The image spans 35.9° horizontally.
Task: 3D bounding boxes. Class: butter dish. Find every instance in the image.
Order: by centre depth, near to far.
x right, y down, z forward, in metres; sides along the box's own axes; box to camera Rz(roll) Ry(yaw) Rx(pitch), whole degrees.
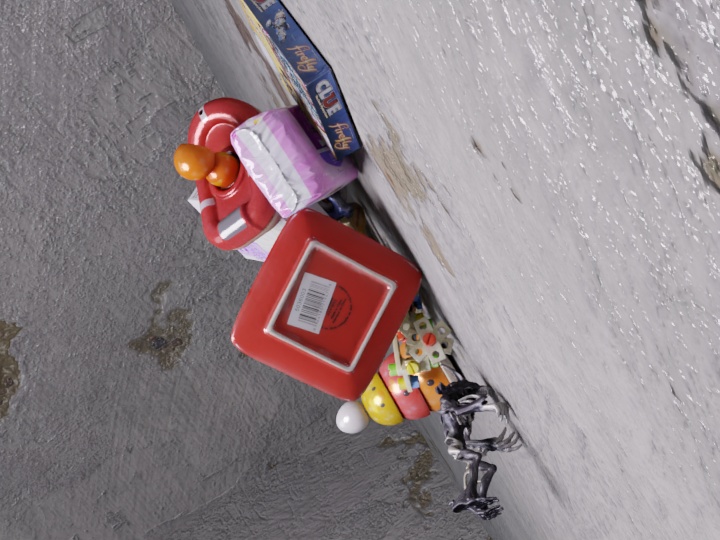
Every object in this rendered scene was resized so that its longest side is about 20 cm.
[{"bbox_3d":[-0.055,0.037,1.449,0.199,0.201,0.148,27,-179,-18],"label":"butter dish"}]

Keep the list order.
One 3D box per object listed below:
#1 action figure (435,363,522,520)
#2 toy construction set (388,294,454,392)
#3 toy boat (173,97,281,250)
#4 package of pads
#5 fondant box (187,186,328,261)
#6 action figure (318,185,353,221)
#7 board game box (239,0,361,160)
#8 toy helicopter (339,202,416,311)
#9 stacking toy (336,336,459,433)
[{"bbox_3d":[0.150,0.208,1.408,0.119,0.101,0.201,50,-149,-55],"label":"action figure"},{"bbox_3d":[0.070,0.093,1.548,0.200,0.091,0.132,112,151,-76],"label":"toy construction set"},{"bbox_3d":[-0.182,-0.132,1.421,0.130,0.130,0.201,19,-132,-46],"label":"toy boat"},{"bbox_3d":[-0.076,-0.139,1.352,0.121,0.075,0.200,59,-163,-3],"label":"package of pads"},{"bbox_3d":[-0.126,-0.067,1.548,0.199,0.058,0.144,12,153,45],"label":"fondant box"},{"bbox_3d":[-0.087,-0.138,1.554,0.199,0.105,0.194,34,150,1],"label":"action figure"},{"bbox_3d":[-0.074,-0.237,1.283,0.200,0.034,0.136,56,175,34],"label":"board game box"},{"bbox_3d":[0.000,0.000,1.636,0.132,0.078,0.202,-20,-83,-52],"label":"toy helicopter"},{"bbox_3d":[0.053,0.191,1.701,0.147,0.199,0.146,57,176,6],"label":"stacking toy"}]
